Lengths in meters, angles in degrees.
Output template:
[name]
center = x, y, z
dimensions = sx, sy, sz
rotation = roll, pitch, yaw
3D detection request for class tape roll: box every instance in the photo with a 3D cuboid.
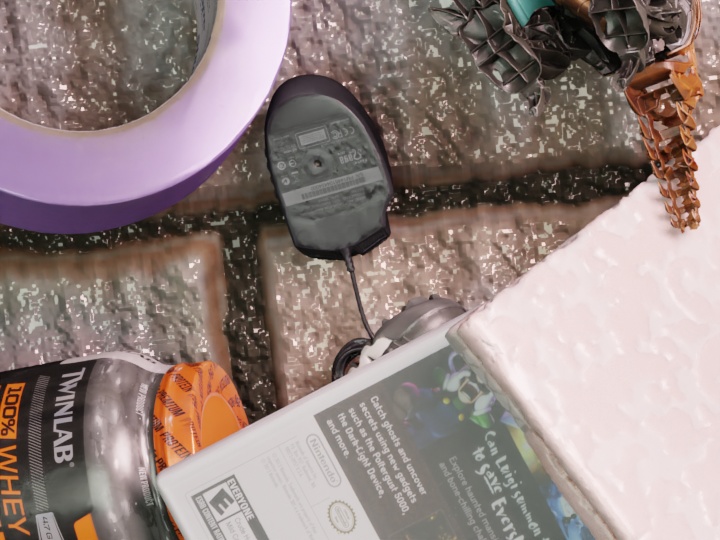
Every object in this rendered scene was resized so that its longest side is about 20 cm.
[tape roll]
center = -0.136, -0.121, 1.388
dimensions = 0.200, 0.085, 0.200
rotation = 1, 82, -10

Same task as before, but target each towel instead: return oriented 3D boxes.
[towel]
center = 0.159, 0.054, 1.343
dimensions = 0.191, 0.200, 0.032
rotation = 52, 146, 4

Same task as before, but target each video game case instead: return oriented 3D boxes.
[video game case]
center = 0.032, 0.140, 1.359
dimensions = 0.182, 0.023, 0.200
rotation = -28, 93, 8

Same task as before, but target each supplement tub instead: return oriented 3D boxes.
[supplement tub]
center = -0.158, 0.108, 1.445
dimensions = 0.200, 0.123, 0.123
rotation = -11, 95, 14

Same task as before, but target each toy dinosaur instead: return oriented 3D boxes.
[toy dinosaur]
center = 0.118, -0.122, 1.341
dimensions = 0.102, 0.136, 0.200
rotation = -44, 76, 27

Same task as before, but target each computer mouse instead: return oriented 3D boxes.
[computer mouse]
center = 0.000, 0.000, 1.445
dimensions = 0.059, 0.034, 0.200
rotation = -13, 101, 13

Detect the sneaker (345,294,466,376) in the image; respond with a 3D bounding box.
[sneaker]
center = 0.025, 0.109, 1.403
dimensions = 0.090, 0.066, 0.200
rotation = 40, 122, 36

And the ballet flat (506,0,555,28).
[ballet flat]
center = 0.043, -0.191, 1.396
dimensions = 0.072, 0.072, 0.200
rotation = -16, 93, 15
